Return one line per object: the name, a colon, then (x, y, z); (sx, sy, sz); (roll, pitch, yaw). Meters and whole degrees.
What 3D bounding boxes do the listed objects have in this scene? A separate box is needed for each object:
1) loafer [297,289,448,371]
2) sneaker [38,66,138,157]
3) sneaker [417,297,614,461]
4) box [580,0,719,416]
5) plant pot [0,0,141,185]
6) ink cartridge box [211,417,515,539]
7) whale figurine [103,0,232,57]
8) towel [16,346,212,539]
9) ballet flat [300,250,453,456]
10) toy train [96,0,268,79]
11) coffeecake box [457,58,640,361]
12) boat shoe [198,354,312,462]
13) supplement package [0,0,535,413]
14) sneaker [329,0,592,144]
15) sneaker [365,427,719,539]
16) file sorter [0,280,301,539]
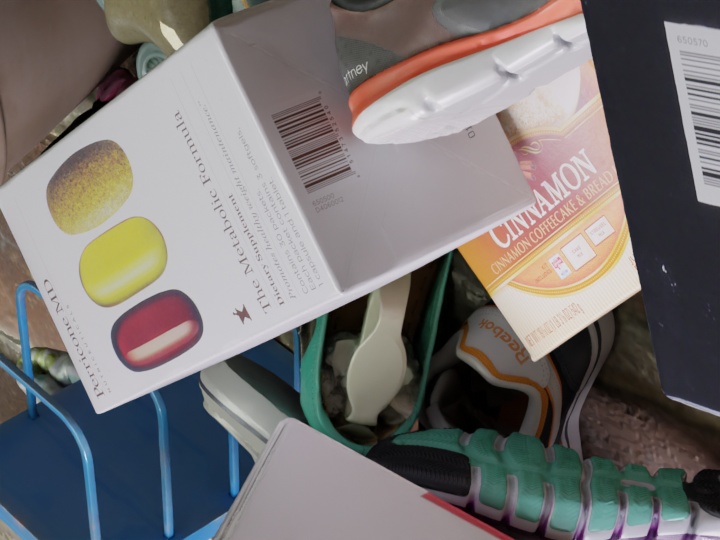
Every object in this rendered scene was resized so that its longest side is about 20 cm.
loafer: (0.000, 0.000, 1.000); (0.070, 0.075, 0.201); (41, 138, 38)
sneaker: (-0.126, -0.045, 1.063); (0.079, 0.095, 0.200); (57, 170, -23)
sneaker: (0.065, 0.079, 0.963); (0.078, 0.079, 0.200); (39, 147, 28)
box: (0.164, -0.077, 0.565); (0.104, 0.182, 0.201); (18, 131, 49)
plant pot: (-0.209, -0.143, 1.065); (0.200, 0.173, 0.200); (36, 143, 32)
ink cartridge box: (-0.006, 0.162, 0.882); (0.147, 0.086, 0.200); (27, 152, 0)
whale figurine: (-0.056, -0.187, 0.831); (0.159, 0.103, 0.201); (26, 113, 49)
towel: (-0.107, 0.129, 1.224); (0.200, 0.048, 0.171); (30, 166, 41)
ballet flat: (0.017, -0.005, 0.893); (0.070, 0.067, 0.201); (-125, 43, -68)
toy train: (-0.075, -0.158, 0.952); (0.114, 0.085, 0.201); (-11, 109, 48)
coffeecake box: (0.071, -0.084, 0.806); (0.200, 0.073, 0.154); (56, 151, 5)
boat shoe: (-0.018, 0.120, 0.986); (0.200, 0.066, 0.072); (44, -177, -28)
supplement package: (-0.046, -0.030, 0.811); (0.200, 0.109, 0.114); (-28, 88, 52)
sneaker: (0.074, -0.116, 0.686); (0.082, 0.199, 0.077); (68, -168, 9)
sneaker: (0.095, 0.127, 0.862); (0.199, 0.074, 0.088); (9, 106, 8)
file sorter: (-0.108, 0.057, 1.080); (0.139, 0.200, 0.123); (35, 139, 34)
